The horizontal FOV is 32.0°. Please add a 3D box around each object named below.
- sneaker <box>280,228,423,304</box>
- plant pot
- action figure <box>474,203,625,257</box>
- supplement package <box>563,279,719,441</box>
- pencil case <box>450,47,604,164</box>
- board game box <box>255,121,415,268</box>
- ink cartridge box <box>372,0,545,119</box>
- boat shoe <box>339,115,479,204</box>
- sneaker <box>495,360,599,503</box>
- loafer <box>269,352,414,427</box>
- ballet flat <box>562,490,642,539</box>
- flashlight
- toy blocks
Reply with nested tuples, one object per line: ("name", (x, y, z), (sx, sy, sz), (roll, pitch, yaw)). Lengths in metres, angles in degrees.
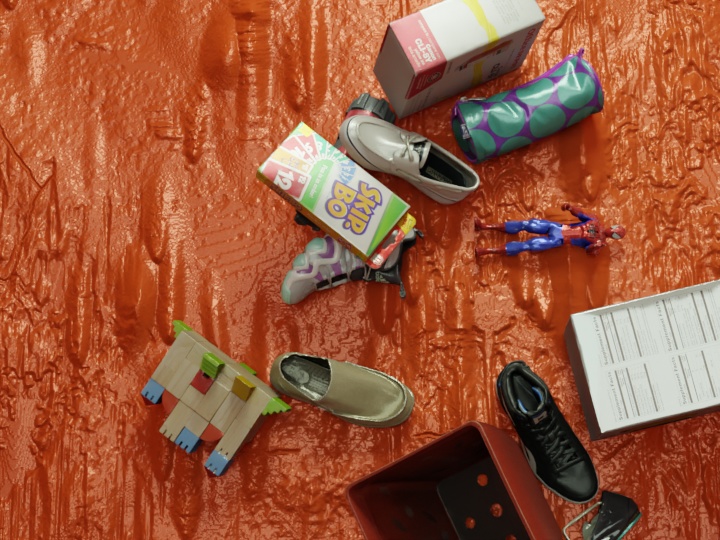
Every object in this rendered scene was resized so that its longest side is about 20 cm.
("sneaker", (0.000, 0.000, 1.674), (0.140, 0.078, 0.200), (42, 85, 13))
("plant pot", (0.136, 0.303, 1.526), (0.200, 0.176, 0.200), (-31, 76, 24))
("action figure", (0.251, -0.052, 1.653), (0.199, 0.099, 0.066), (-2, 79, 3))
("supplement package", (0.372, 0.115, 1.573), (0.199, 0.152, 0.151), (-14, 78, 3))
("pencil case", (0.223, -0.219, 1.695), (0.199, 0.085, 0.093), (-23, 103, 0))
("board game box", (-0.029, -0.096, 1.621), (0.200, 0.030, 0.096), (39, 67, 2))
("ink cartridge box", (0.130, -0.298, 1.670), (0.200, 0.145, 0.084), (-25, 77, -14))
("boat shoe", (0.068, -0.150, 1.661), (0.200, 0.066, 0.072), (31, 66, -18))
("sneaker", (0.232, 0.207, 1.589), (0.073, 0.112, 0.200), (-33, 77, -1))
("loafer", (-0.028, 0.156, 1.648), (0.199, 0.068, 0.076), (13, 80, 8))
("ballet flat", (0.271, 0.359, 1.576), (0.073, 0.073, 0.200), (36, 78, 12))
("flashlight", (-0.018, -0.145, 1.685), (0.068, 0.068, 0.200), (22, 61, 7))
("toy blocks", (-0.207, 0.178, 1.659), (0.200, 0.100, 0.137), (36, 95, 11))
